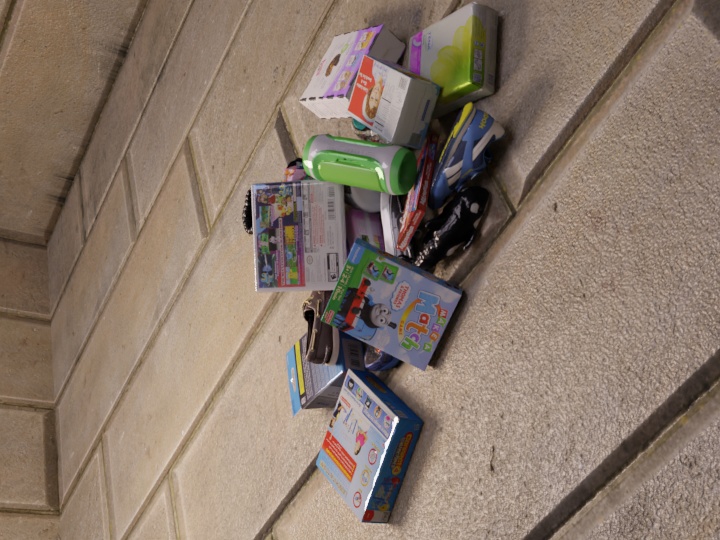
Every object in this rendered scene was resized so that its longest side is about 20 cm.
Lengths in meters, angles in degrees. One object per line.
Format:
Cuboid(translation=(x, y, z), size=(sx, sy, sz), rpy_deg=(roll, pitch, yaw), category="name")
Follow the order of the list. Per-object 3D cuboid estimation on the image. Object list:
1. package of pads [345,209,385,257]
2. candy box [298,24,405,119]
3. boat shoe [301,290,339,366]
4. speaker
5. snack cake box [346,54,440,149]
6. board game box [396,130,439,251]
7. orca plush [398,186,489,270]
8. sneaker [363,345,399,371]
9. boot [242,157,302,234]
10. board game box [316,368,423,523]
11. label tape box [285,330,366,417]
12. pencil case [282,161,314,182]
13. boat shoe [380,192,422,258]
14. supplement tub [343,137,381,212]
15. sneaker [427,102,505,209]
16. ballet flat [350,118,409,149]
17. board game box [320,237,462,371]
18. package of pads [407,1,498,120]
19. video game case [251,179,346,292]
Cuboid(translation=(0.000, 0.000, 1.752), size=(0.121, 0.074, 0.203), rpy_deg=(-54, 37, 46), category="package of pads")
Cuboid(translation=(-0.019, -0.400, 1.891), size=(0.199, 0.071, 0.170), rpy_deg=(12, 71, 59), category="candy box")
Cuboid(translation=(-0.079, 0.083, 1.750), size=(0.072, 0.058, 0.204), rpy_deg=(126, 146, -54), category="boat shoe")
Cuboid(translation=(-0.002, -0.187, 1.629), size=(0.197, 0.088, 0.090), rpy_deg=(14, 91, 29), category="speaker")
Cuboid(translation=(0.055, -0.304, 1.664), size=(0.200, 0.066, 0.117), rpy_deg=(45, 122, 55), category="snack cake box")
Cuboid(translation=(0.100, -0.139, 1.609), size=(0.104, 0.019, 0.202), rpy_deg=(114, 172, -47), category="board game box")
Cuboid(translation=(0.127, -0.072, 1.556), size=(0.199, 0.070, 0.107), rpy_deg=(-36, 46, 37), category="orca plush")
Cuboid(translation=(0.053, 0.095, 1.638), size=(0.202, 0.077, 0.076), rpy_deg=(-60, 35, 27), category="sneaker")
Cuboid(translation=(-0.179, -0.165, 2.029), size=(0.079, 0.155, 0.215), rpy_deg=(-35, 51, 47), category="boot")
Cuboid(translation=(0.012, 0.309, 1.653), size=(0.200, 0.055, 0.199), rpy_deg=(37, 112, 56), category="board game box")
Cuboid(translation=(-0.070, 0.184, 1.821), size=(0.200, 0.065, 0.146), rpy_deg=(-46, 43, 43), category="label tape box")
Cuboid(translation=(-0.108, -0.102, 1.773), size=(0.087, 0.086, 0.205), rpy_deg=(3, 93, 58), category="pencil case")
Cuboid(translation=(0.078, -0.071, 1.670), size=(0.066, 0.072, 0.204), rpy_deg=(-10, 67, 15), category="boat shoe")
Cuboid(translation=(-0.011, -0.189, 1.796), size=(0.199, 0.121, 0.125), rpy_deg=(30, 105, 60), category="supplement tub")
Cuboid(translation=(0.169, -0.175, 1.537), size=(0.075, 0.081, 0.202), rpy_deg=(-78, 11, -51), category="sneaker")
Cuboid(translation=(0.036, -0.260, 1.806), size=(0.200, 0.074, 0.065), rpy_deg=(-141, 34, -61), category="ballet flat")
Cuboid(translation=(0.051, 0.058, 1.557), size=(0.037, 0.197, 0.153), rpy_deg=(-64, -1, -71), category="board game box")
Cuboid(translation=(0.160, -0.367, 1.636), size=(0.199, 0.067, 0.158), rpy_deg=(-12, 70, 56), category="package of pads")
Cuboid(translation=(-0.113, -0.064, 1.720), size=(0.178, 0.023, 0.205), rpy_deg=(-2, 92, 16), category="video game case")
